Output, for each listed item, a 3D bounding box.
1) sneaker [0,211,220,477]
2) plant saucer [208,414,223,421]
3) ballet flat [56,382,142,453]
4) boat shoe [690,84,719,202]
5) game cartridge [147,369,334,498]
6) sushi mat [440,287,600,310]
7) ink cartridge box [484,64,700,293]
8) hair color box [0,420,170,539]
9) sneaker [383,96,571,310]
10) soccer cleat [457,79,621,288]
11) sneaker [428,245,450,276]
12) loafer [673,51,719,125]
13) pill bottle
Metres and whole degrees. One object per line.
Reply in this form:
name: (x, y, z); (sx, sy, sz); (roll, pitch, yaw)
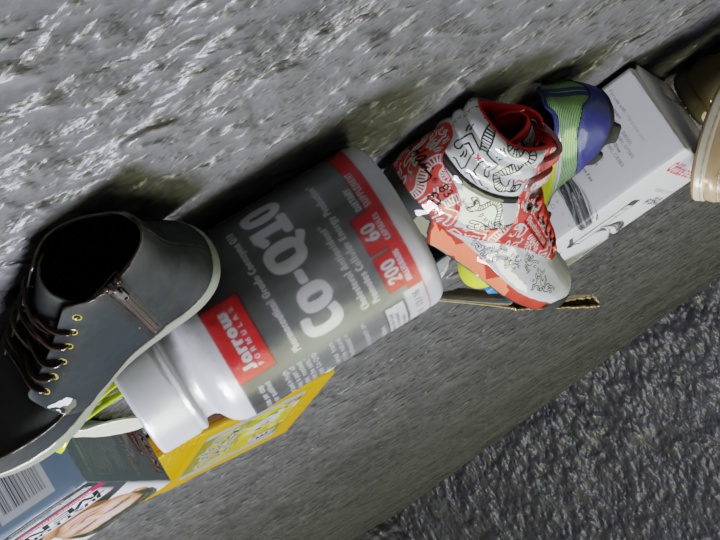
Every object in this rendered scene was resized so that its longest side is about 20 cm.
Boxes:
sneaker: (-0.177, 0.036, 0.820); (0.200, 0.075, 0.106); (-43, 161, 7)
plant saucer: (-0.087, 0.074, 1.242); (0.200, 0.037, 0.200); (-30, 167, -8)
ballet flat: (-0.137, 0.065, 1.006); (0.199, 0.067, 0.067); (-25, 165, -31)
boat shoe: (0.325, -0.137, 1.178); (0.201, 0.069, 0.074); (-62, 156, -11)
game cartridge: (-0.135, 0.158, 1.451); (0.199, 0.033, 0.176); (-27, 166, -30)
sushi mat: (0.111, 0.024, 1.318); (0.095, 0.012, 0.200); (-2, -177, -31)
ink cartridge box: (0.183, -0.070, 1.237); (0.200, 0.085, 0.146); (-36, 167, 20)
hair color box: (-0.234, 0.171, 1.188); (0.099, 0.061, 0.200); (-34, 168, 5)
sneaker: (0.113, -0.046, 1.044); (0.201, 0.067, 0.108); (29, 119, -38)
soccer cleat: (0.114, -0.065, 1.118); (0.083, 0.065, 0.200); (6, 135, -30)
sneaker: (0.000, 0.000, 1.102); (0.200, 0.078, 0.140); (-37, 169, -30)
loafer: (0.352, -0.167, 1.307); (0.200, 0.076, 0.067); (-19, 168, -48)
pill bottle: (-0.060, 0.020, 0.918); (0.199, 0.114, 0.114); (-32, 168, -6)
